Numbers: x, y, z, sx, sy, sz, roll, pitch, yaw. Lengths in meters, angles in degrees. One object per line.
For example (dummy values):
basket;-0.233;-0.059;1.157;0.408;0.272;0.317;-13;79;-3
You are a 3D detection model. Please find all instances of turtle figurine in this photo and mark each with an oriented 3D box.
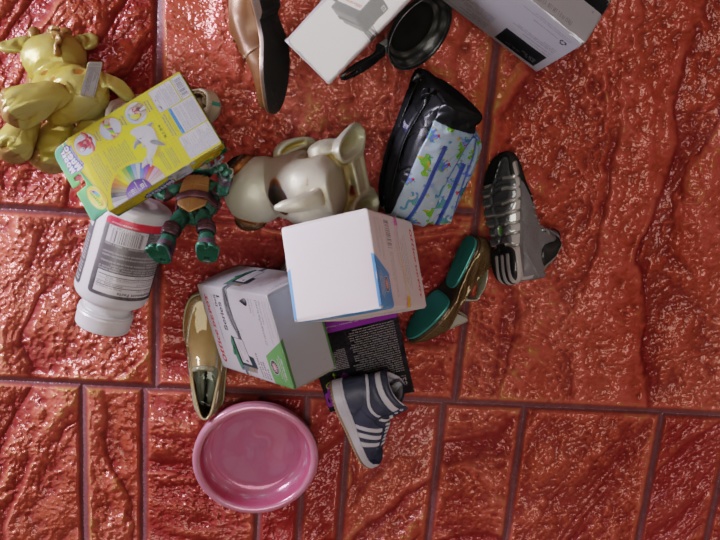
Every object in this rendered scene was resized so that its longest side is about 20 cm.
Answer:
turtle figurine;-0.234;-0.105;1.155;0.149;0.200;0.101;-12;148;19

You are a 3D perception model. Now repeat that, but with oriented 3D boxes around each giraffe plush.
giraffe plush;-0.415;-0.253;1.129;0.172;0.162;0.200;10;131;-48

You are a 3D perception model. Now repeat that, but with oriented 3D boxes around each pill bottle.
pill bottle;-0.355;-0.009;1.222;0.111;0.111;0.200;18;104;-8

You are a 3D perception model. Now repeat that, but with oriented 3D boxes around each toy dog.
toy dog;-0.099;-0.110;1.177;0.200;0.194;0.140;1;125;31

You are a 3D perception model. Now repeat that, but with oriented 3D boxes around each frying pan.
frying pan;0.052;-0.309;1.163;0.190;0.115;0.031;-42;62;0

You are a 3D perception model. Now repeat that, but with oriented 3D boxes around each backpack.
backpack;0.095;-0.159;1.184;0.154;0.163;0.200;23;112;-25

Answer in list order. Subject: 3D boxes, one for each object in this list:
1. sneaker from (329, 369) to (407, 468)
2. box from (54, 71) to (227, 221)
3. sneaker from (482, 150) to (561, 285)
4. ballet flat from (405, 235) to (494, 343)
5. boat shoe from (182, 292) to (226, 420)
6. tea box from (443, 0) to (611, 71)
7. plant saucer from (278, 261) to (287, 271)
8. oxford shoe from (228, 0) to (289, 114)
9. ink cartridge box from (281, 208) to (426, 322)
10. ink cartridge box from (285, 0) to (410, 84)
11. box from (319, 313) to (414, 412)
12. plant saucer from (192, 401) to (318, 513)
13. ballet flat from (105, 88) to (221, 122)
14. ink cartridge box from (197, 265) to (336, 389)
sneaker;0.031;0.234;1.309;0.108;0.070;0.200;-17;129;6
box;-0.291;-0.158;1.097;0.200;0.048;0.117;-31;85;-3
sneaker;0.252;-0.079;1.266;0.115;0.075;0.200;-2;91;-31
ballet flat;0.150;0.040;1.296;0.072;0.068;0.200;26;100;-29
boat shoe;-0.238;0.136;1.288;0.072;0.076;0.200;-5;106;-2
tea box;0.233;-0.412;1.097;0.200;0.134;0.197;33;79;-12
plant saucer;-0.042;0.052;1.300;0.200;0.029;0.200;-1;105;-3
oxford shoe;-0.148;-0.322;1.176;0.071;0.071;0.200;1;109;26
ink cartridge box;0.000;0.000;1.132;0.125;0.200;0.129;-11;83;21
ink cartridge box;-0.003;-0.355;1.122;0.200;0.145;0.084;-44;104;9
box;-0.003;0.128;1.287;0.143;0.036;0.200;-13;126;1
plant saucer;-0.169;0.296;1.348;0.200;0.051;0.201;-2;109;-5
ballet flat;-0.300;-0.222;1.187;0.200;0.069;0.070;-14;107;1
ink cartridge box;-0.140;0.078;1.208;0.084;0.200;0.146;-26;109;-35
